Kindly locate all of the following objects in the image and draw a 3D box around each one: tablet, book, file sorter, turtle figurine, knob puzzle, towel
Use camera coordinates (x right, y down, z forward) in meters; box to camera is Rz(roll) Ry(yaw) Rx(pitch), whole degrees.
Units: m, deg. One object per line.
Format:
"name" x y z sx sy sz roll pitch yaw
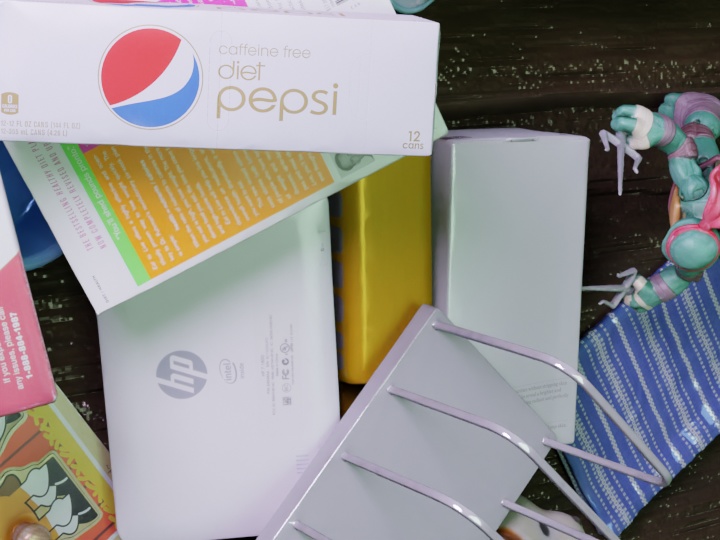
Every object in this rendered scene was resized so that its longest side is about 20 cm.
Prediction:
"tablet" -0.078 0.054 0.864 0.130 0.014 0.200 -4 104 -5
"book" -0.073 -0.084 0.778 0.200 0.048 0.134 -26 110 -3
"file sorter" 0.054 0.148 0.862 0.139 0.124 0.200 46 73 -34
"turtle figurine" 0.208 -0.040 1.015 0.200 0.101 0.150 -50 146 -59
"knob puzzle" -0.226 0.137 0.825 0.219 0.030 0.220 -7 102 -34
"towel" 0.218 0.080 1.123 0.200 0.024 0.145 -39 116 -23

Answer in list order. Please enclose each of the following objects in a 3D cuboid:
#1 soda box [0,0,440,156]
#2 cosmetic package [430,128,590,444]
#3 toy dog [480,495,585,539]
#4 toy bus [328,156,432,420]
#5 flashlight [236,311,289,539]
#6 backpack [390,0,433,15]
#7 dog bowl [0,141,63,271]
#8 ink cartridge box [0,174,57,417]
"soda box" -0.068 -0.091 0.723 0.200 0.068 0.064 1 102 -9
"cosmetic package" 0.074 0.012 0.980 0.113 0.081 0.200 -2 98 -34
"toy dog" 0.097 0.240 1.018 0.194 0.140 0.200 -2 103 3
"toy bus" 0.000 0.000 0.927 0.065 0.078 0.200 -8 102 -33
"flashlight" -0.052 0.113 0.923 0.068 0.068 0.200 -15 104 0
"backpack" 0.012 -0.247 0.842 0.176 0.153 0.200 -40 113 -47
"dog bowl" -0.182 -0.090 0.805 0.111 0.050 0.200 4 96 -35
"ink cartridge box" -0.256 0.012 0.718 0.200 0.083 0.145 -15 106 -13
